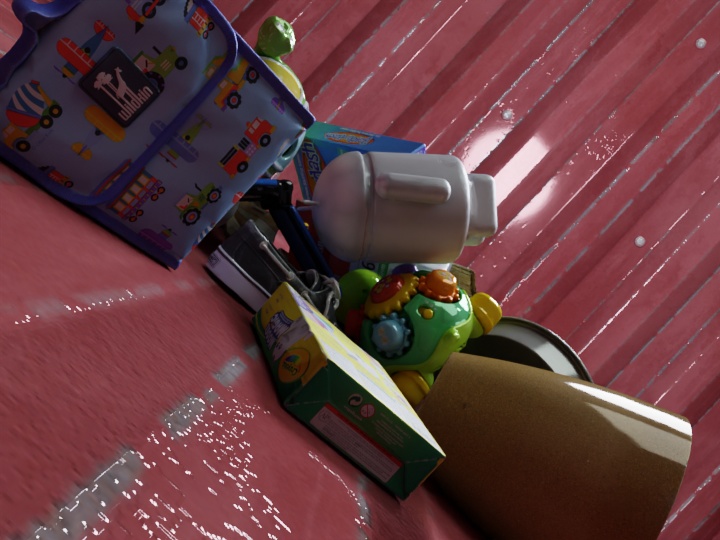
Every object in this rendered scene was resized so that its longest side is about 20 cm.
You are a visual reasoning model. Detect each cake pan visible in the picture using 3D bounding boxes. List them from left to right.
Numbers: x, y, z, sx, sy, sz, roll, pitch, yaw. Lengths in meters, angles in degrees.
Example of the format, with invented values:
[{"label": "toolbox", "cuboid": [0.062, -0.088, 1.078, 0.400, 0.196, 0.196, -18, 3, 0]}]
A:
[{"label": "cake pan", "cuboid": [0.149, 0.149, 0.836, 0.200, 0.200, 0.037, 44, 32, 26]}]

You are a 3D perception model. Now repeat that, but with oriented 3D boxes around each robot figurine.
[{"label": "robot figurine", "cuboid": [0.037, -0.064, 0.824, 0.200, 0.113, 0.170, 1, -14, -10]}]

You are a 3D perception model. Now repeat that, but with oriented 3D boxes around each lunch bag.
[{"label": "lunch bag", "cuboid": [-0.145, -0.113, 0.515, 0.094, 0.151, 0.200, 44, 1, 29]}]

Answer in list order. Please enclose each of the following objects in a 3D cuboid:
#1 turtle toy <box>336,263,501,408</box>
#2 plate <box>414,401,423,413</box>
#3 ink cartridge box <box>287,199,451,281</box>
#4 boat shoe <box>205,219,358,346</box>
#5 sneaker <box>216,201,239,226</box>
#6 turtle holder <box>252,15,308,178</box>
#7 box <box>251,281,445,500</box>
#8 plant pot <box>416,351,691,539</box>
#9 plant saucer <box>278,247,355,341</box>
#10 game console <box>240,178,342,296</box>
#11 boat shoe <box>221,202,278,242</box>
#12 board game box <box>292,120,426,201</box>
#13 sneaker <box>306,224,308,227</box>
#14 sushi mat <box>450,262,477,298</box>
[{"label": "turtle toy", "cuboid": [0.039, 0.050, 0.836, 0.101, 0.146, 0.200, 54, -20, -22]}, {"label": "plate", "cuboid": [0.069, 0.138, 1.012, 0.200, 0.032, 0.200, 49, 9, -21]}, {"label": "ink cartridge box", "cuboid": [0.000, 0.000, 0.948, 0.200, 0.109, 0.050, 20, 38, 10]}, {"label": "boat shoe", "cuboid": [-0.050, 0.029, 0.747, 0.199, 0.068, 0.074, 44, 1, -25]}, {"label": "sneaker", "cuboid": [-0.224, -0.140, 1.020, 0.114, 0.073, 0.200, 39, 3, -34]}, {"label": "turtle holder", "cuboid": [-0.116, -0.189, 0.944, 0.141, 0.185, 0.132, 43, 11, -24]}, {"label": "box", "cuboid": [-0.020, 0.077, 0.606, 0.117, 0.048, 0.200, 43, 3, -20]}, {"label": "plant pot", "cuboid": [0.145, 0.158, 0.696, 0.200, 0.187, 0.186, 29, -2, 10]}, {"label": "plant saucer", "cuboid": [-0.048, 0.048, 1.097, 0.200, 0.034, 0.200, 44, 2, -2]}, {"label": "game console", "cuboid": [-0.117, -0.036, 0.855, 0.170, 0.119, 0.200, 1, 3, -12]}, {"label": "boat shoe", "cuboid": [-0.151, -0.078, 1.077, 0.072, 0.076, 0.200, 42, 1, -38]}, {"label": "board game box", "cuboid": [0.003, -0.101, 1.017, 0.200, 0.045, 0.152, 20, -45, 40]}, {"label": "sneaker", "cuboid": [-0.024, 0.012, 1.134, 0.200, 0.070, 0.090, 45, 19, 1]}, {"label": "sushi mat", "cuboid": [0.062, 0.008, 0.998, 0.200, 0.012, 0.096, 22, -41, 36]}]
